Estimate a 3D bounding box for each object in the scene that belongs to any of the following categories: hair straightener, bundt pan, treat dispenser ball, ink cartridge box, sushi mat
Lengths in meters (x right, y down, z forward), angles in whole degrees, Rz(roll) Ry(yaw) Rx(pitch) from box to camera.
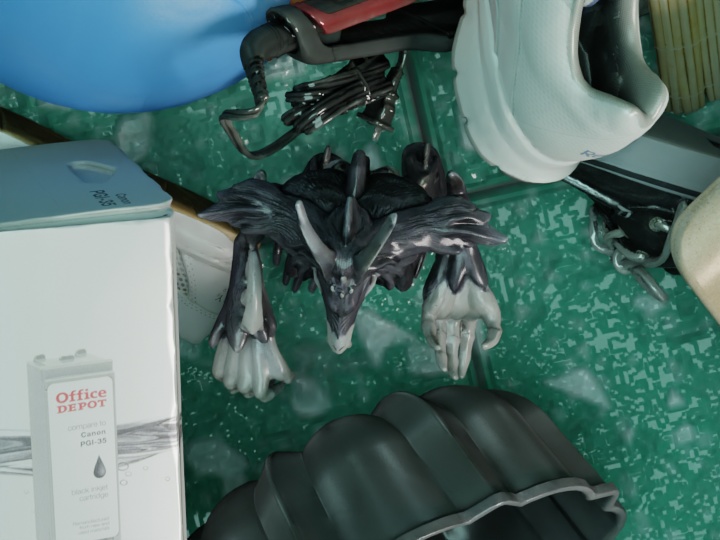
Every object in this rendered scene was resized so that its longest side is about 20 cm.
[{"bbox_3d":[0.014,-0.081,0.884,0.041,0.200,0.077,25,124,28],"label":"hair straightener"},{"bbox_3d":[0.006,0.118,0.930,0.201,0.202,0.076,-35,65,8],"label":"bundt pan"},{"bbox_3d":[-0.095,-0.163,0.882,0.200,0.201,0.202,1,98,4],"label":"treat dispenser ball"},{"bbox_3d":[-0.122,0.060,0.884,0.082,0.146,0.201,-5,104,-16],"label":"ink cartridge box"},{"bbox_3d":[0.158,-0.119,0.884,0.095,0.200,0.012,-18,65,4],"label":"sushi mat"}]

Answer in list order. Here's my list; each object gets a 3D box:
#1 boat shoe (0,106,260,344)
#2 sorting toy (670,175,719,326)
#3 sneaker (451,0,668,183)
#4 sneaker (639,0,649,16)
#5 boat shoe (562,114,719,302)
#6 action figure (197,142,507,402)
[{"bbox_3d":[-0.146,-0.027,0.972,0.199,0.071,0.070,25,98,-1],"label":"boat shoe"},{"bbox_3d":[0.227,-0.021,0.913,0.185,0.036,0.200,-43,134,1],"label":"sorting toy"},{"bbox_3d":[0.067,-0.135,0.845,0.074,0.087,0.201,-26,100,-33],"label":"sneaker"},{"bbox_3d":[0.154,-0.170,0.907,0.200,0.115,0.076,-35,95,11],"label":"sneaker"},{"bbox_3d":[0.131,-0.026,0.954,0.198,0.074,0.068,17,106,-14],"label":"boat shoe"},{"bbox_3d":[0.000,0.000,0.900,0.118,0.200,0.103,0,98,4],"label":"action figure"}]
